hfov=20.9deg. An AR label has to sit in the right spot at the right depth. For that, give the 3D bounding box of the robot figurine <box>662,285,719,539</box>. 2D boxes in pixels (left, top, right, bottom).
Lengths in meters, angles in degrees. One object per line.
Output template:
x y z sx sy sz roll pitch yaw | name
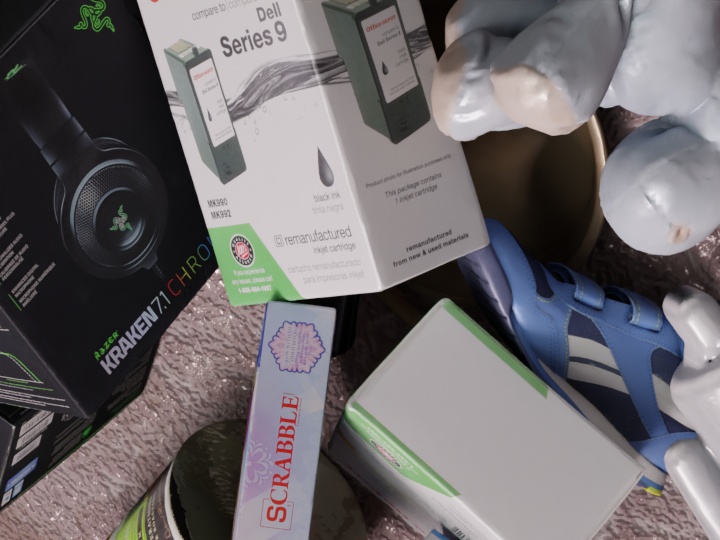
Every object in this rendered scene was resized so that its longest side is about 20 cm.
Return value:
0.243 0.079 1.033 0.170 0.113 0.200 -38 93 6 | robot figurine

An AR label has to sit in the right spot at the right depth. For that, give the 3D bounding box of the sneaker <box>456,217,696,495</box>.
0.128 0.034 1.090 0.082 0.074 0.200 -42 113 3 | sneaker

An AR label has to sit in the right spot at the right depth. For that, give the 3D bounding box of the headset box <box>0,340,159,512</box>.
-0.262 0.039 1.299 0.200 0.174 0.093 32 128 13 | headset box

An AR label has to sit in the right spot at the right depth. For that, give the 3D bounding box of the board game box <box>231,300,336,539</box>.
-0.050 0.135 1.113 0.041 0.200 0.200 7 166 -3 | board game box

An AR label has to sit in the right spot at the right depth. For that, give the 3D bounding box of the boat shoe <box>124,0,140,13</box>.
-0.093 -0.229 1.105 0.202 0.075 0.086 -33 70 28 | boat shoe

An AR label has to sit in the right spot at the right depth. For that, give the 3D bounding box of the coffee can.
-0.106 0.213 1.317 0.146 0.146 0.200 44 130 4 | coffee can

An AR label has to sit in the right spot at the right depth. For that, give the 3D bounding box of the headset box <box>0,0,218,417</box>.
-0.179 -0.052 1.086 0.093 0.174 0.200 4 135 46 | headset box

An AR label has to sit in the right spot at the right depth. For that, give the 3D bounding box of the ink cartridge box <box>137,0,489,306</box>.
-0.031 -0.091 1.041 0.146 0.084 0.200 -7 102 53 | ink cartridge box

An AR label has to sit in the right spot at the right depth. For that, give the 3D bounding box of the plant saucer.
0.056 -0.073 1.125 0.200 0.029 0.200 16 124 25 | plant saucer

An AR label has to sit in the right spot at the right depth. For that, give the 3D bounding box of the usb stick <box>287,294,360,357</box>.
-0.017 -0.038 1.148 0.055 0.033 0.200 23 124 21 | usb stick

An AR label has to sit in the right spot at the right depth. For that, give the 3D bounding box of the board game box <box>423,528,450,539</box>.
-0.015 0.271 1.076 0.056 0.200 0.196 34 135 15 | board game box

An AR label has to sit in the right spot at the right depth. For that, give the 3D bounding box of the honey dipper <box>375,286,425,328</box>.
0.000 0.000 1.200 0.200 0.038 0.038 44 131 0 | honey dipper

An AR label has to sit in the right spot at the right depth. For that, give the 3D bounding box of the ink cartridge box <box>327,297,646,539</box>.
0.064 0.108 1.118 0.145 0.088 0.200 41 167 5 | ink cartridge box

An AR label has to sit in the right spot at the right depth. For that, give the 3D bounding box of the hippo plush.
0.147 -0.102 0.998 0.161 0.200 0.159 46 176 -24 | hippo plush
